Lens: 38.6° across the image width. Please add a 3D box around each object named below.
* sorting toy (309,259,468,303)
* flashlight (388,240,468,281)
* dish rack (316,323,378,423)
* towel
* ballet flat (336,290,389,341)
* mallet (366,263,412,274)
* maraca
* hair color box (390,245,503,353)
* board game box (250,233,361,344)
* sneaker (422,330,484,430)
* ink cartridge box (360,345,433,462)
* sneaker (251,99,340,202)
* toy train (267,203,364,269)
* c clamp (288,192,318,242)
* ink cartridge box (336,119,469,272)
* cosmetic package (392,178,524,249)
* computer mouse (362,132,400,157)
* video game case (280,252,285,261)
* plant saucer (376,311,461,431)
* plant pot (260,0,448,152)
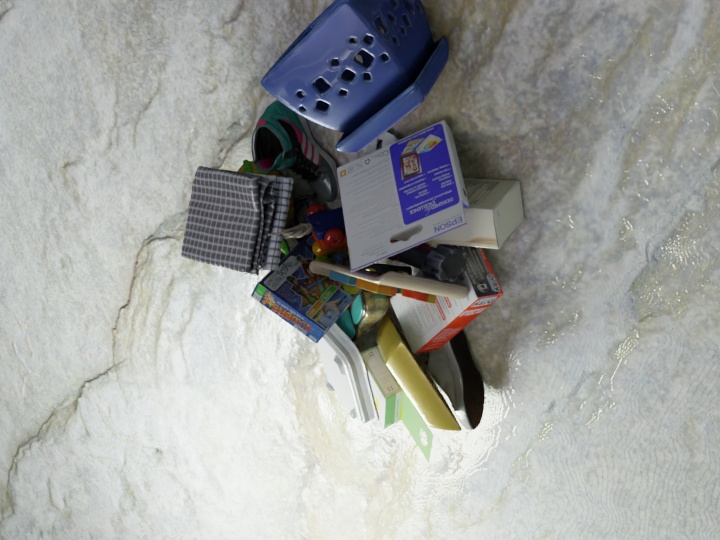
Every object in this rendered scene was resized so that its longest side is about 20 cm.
[{"bbox_3d":[0.042,0.021,1.638,0.200,0.185,0.037,9,88,51],"label":"sorting toy"},{"bbox_3d":[0.100,-0.033,1.663,0.200,0.068,0.068,20,103,57],"label":"flashlight"},{"bbox_3d":[-0.037,0.189,1.932,0.172,0.043,0.201,43,155,47],"label":"dish rack"},{"bbox_3d":[-0.210,-0.084,1.687,0.200,0.085,0.166,12,91,46],"label":"towel"},{"bbox_3d":[0.006,0.084,1.869,0.071,0.071,0.200,41,154,3],"label":"ballet flat"},{"bbox_3d":[0.000,0.000,1.809,0.199,0.041,0.066,13,131,25],"label":"mallet"},{"bbox_3d":[-0.163,-0.111,1.788,0.200,0.107,0.137,64,-179,39],"label":"maraca"},{"bbox_3d":[0.140,0.044,1.717,0.200,0.064,0.111,-47,59,47],"label":"hair color box"},{"bbox_3d":[-0.077,0.024,1.714,0.135,0.200,0.035,36,127,5],"label":"board game box"},{"bbox_3d":[0.163,0.189,1.839,0.084,0.073,0.201,-4,108,41],"label":"sneaker"},{"bbox_3d":[0.062,0.254,1.883,0.200,0.048,0.146,60,166,27],"label":"ink cartridge box"},{"bbox_3d":[-0.113,-0.182,1.719,0.083,0.121,0.200,-21,107,43],"label":"sneaker"},{"bbox_3d":[-0.062,-0.041,1.682,0.085,0.199,0.116,53,149,41],"label":"toy train"},{"bbox_3d":[-0.046,-0.068,1.831,0.200,0.027,0.171,38,141,4],"label":"c clamp"},{"bbox_3d":[0.064,-0.107,1.566,0.198,0.201,0.043,-22,145,21],"label":"ink cartridge box"},{"bbox_3d":[0.144,-0.094,1.612,0.199,0.105,0.071,8,124,34],"label":"cosmetic package"},{"bbox_3d":[0.036,-0.189,1.662,0.109,0.044,0.201,13,128,27],"label":"computer mouse"},{"bbox_3d":[-0.120,0.009,1.844,0.182,0.200,0.023,44,91,1],"label":"video game case"},{"bbox_3d":[0.091,0.184,1.805,0.048,0.200,0.200,-33,102,1],"label":"plant saucer"},{"bbox_3d":[0.006,-0.301,1.483,0.180,0.200,0.200,46,127,-13],"label":"plant pot"}]
